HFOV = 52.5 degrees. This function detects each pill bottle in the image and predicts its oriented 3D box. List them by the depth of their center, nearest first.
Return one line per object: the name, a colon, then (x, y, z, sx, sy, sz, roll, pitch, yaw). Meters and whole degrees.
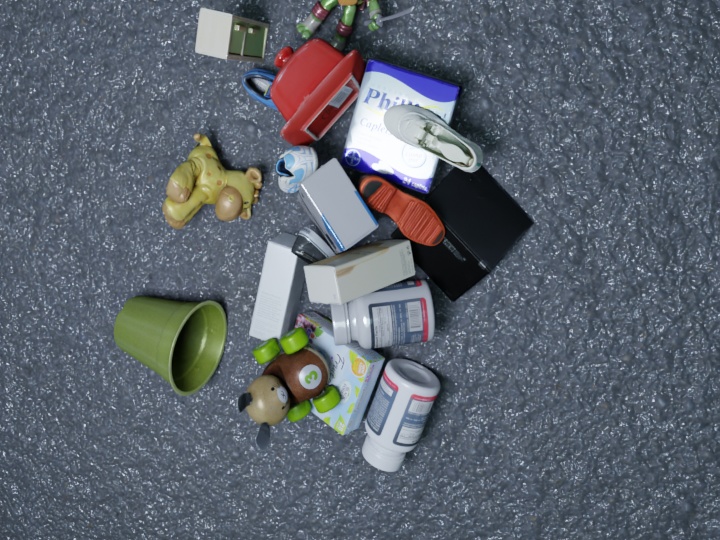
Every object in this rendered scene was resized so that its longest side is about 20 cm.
pill bottle: (0.041, 0.089, 1.430, 0.194, 0.120, 0.123, -6, 103, -4)
pill bottle: (0.076, 0.297, 1.490, 0.117, 0.120, 0.204, 23, 107, 6)

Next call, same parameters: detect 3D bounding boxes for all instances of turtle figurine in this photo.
turtle figurine: (-0.033, -0.480, 1.313, 0.195, 0.141, 0.203, -50, 46, 36)

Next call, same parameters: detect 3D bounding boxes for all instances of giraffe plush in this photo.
giraffe plush: (-0.288, -0.162, 1.475, 0.159, 0.173, 0.204, 25, 73, -5)

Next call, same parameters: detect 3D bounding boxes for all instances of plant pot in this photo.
plant pot: (-0.415, 0.138, 1.556, 0.186, 0.199, 0.206, 16, 107, 22)

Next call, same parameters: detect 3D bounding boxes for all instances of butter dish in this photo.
butter dish: (-0.096, -0.343, 1.322, 0.199, 0.200, 0.148, -45, 85, 7)

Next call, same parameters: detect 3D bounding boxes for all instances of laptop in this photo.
laptop: (0.197, -0.080, 1.438, 0.187, 0.116, 0.200, 45, 137, 0)

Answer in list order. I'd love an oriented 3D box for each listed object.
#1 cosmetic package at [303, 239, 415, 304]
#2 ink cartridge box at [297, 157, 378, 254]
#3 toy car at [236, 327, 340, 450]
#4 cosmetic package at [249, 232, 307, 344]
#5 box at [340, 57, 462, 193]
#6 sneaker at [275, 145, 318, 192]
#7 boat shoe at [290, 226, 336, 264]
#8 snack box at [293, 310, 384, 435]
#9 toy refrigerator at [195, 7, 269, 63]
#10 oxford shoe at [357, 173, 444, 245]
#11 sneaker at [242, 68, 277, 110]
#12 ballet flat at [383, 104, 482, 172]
cosmetic package: (0.000, 0.000, 1.394, 0.104, 0.197, 0.073, 1, 106, 49)
ink cartridge box: (-0.048, -0.114, 1.379, 0.083, 0.200, 0.146, -34, 93, -6)
toy car: (-0.158, 0.237, 1.386, 0.155, 0.200, 0.167, -22, 102, 34)
cosmetic package: (-0.164, 0.036, 1.501, 0.069, 0.101, 0.205, 17, 105, 9)
box: (0.077, -0.273, 1.371, 0.179, 0.105, 0.205, 18, 106, 7)
sneaker: (-0.135, -0.195, 1.400, 0.070, 0.199, 0.074, 0, 84, -18)
boat shoe: (-0.067, -0.003, 1.448, 0.057, 0.068, 0.200, -53, 126, -15)
snack box: (-0.066, 0.208, 1.504, 0.197, 0.067, 0.173, 29, 109, 27)
toy refrigerator: (-0.231, -0.432, 1.354, 0.068, 0.200, 0.078, 14, 106, 9)
oxford shoe: (0.078, -0.120, 1.363, 0.198, 0.073, 0.072, 36, 102, -22)
sneaker: (-0.141, -0.334, 1.422, 0.196, 0.078, 0.067, 25, 105, 5)
ballet flat: (0.127, -0.234, 1.281, 0.197, 0.069, 0.071, 29, 108, 4)
